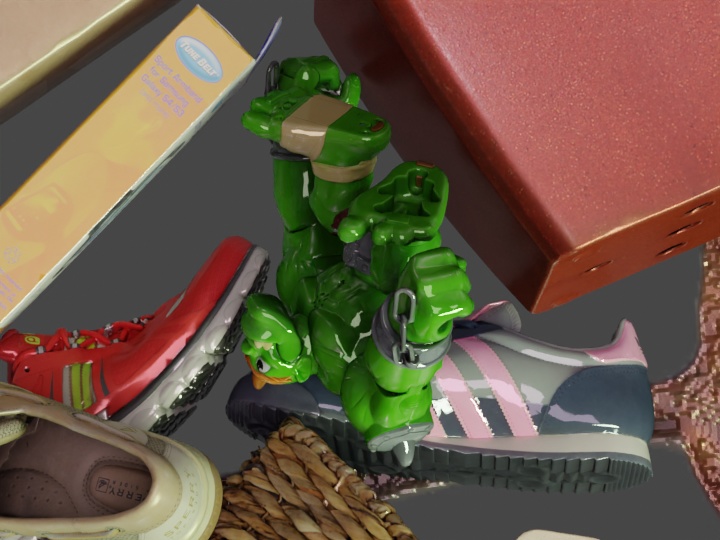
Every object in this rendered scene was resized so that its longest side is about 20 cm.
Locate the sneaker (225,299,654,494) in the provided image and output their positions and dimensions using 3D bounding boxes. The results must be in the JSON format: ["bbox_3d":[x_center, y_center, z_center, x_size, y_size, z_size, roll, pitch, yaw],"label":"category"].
[{"bbox_3d":[0.038,0.053,1.165,0.199,0.070,0.082,8,69,-5],"label":"sneaker"}]

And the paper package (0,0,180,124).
[{"bbox_3d":[-0.183,-0.167,1.115,0.200,0.103,0.191,-35,92,-4],"label":"paper package"}]

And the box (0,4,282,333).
[{"bbox_3d":[-0.114,-0.047,1.114,0.041,0.119,0.200,42,86,-4],"label":"box"}]

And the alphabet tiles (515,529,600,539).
[{"bbox_3d":[0.103,0.224,1.145,0.194,0.015,0.201,8,80,10],"label":"alphabet tiles"}]

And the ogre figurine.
[{"bbox_3d":[0.000,0.000,1.082,0.098,0.200,0.120,-20,129,-33],"label":"ogre figurine"}]

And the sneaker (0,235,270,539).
[{"bbox_3d":[-0.124,0.050,1.139,0.085,0.077,0.200,44,84,5],"label":"sneaker"}]

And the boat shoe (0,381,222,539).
[{"bbox_3d":[-0.159,0.081,1.075,0.199,0.065,0.073,10,79,24],"label":"boat shoe"}]

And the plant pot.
[{"bbox_3d":[0.105,-0.095,1.078,0.199,0.200,0.177,-23,80,-5],"label":"plant pot"}]

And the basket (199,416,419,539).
[{"bbox_3d":[-0.008,0.185,1.082,0.149,0.143,0.200,-44,67,-4],"label":"basket"}]
